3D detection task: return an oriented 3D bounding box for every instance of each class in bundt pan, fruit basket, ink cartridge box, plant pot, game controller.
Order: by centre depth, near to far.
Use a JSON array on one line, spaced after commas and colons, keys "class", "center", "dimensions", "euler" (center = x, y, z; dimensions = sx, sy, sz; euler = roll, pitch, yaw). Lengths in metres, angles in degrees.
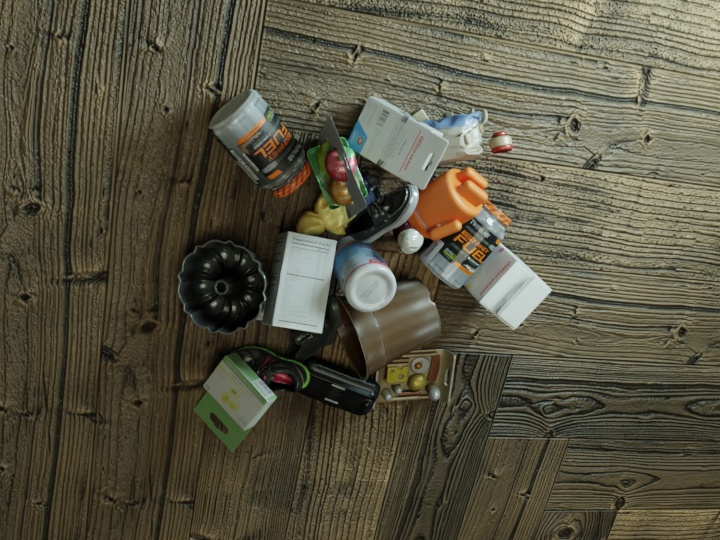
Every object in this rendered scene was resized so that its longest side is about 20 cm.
[{"class": "fruit basket", "center": [-0.034, -0.200, 1.572], "dimensions": [0.094, 0.200, 0.185], "euler": [-22, 90, -16]}, {"class": "ink cartridge box", "center": [0.085, -0.257, 1.618], "dimensions": [0.200, 0.067, 0.116], "euler": [34, 107, 20]}, {"class": "bundt pan", "center": [-0.280, 0.031, 1.678], "dimensions": [0.202, 0.076, 0.202], "euler": [2, 97, 14]}, {"class": "ink cartridge box", "center": [-0.296, 0.304, 1.787], "dimensions": [0.146, 0.048, 0.200], "euler": [44, 112, 14]}, {"class": "plant pot", "center": [0.063, 0.119, 1.791], "dimensions": [0.198, 0.200, 0.200], "euler": [-19, 118, -14]}, {"class": "ink cartridge box", "center": [0.324, 0.028, 1.805], "dimensions": [0.125, 0.200, 0.129], "euler": [36, 101, -26]}, {"class": "game controller", "center": [-0.056, 0.280, 1.896], "dimensions": [0.200, 0.042, 0.104], "euler": [23, 121, -9]}]

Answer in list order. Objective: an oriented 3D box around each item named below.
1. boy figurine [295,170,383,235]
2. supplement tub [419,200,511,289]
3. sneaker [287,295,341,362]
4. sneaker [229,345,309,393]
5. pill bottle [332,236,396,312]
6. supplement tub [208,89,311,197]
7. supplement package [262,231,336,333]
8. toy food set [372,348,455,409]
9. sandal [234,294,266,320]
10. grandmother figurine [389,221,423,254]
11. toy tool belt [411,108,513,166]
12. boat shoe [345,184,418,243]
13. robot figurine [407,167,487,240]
[{"class": "boy figurine", "center": [-0.047, -0.129, 1.709], "dimensions": [0.200, 0.064, 0.124], "euler": [-33, 115, 3]}, {"class": "supplement tub", "center": [0.237, -0.067, 1.782], "dimensions": [0.122, 0.123, 0.200], "euler": [35, 101, -26]}, {"class": "sneaker", "center": [-0.108, 0.137, 1.791], "dimensions": [0.104, 0.060, 0.200], "euler": [-14, 146, -21]}, {"class": "sneaker", "center": [-0.215, 0.228, 1.797], "dimensions": [0.200, 0.084, 0.077], "euler": [11, 114, 8]}, {"class": "pill bottle", "center": [0.000, 0.000, 1.704], "dimensions": [0.109, 0.200, 0.109], "euler": [-6, 116, -13]}, {"class": "supplement tub", "center": [-0.196, -0.249, 1.580], "dimensions": [0.122, 0.123, 0.200], "euler": [-39, 118, 5]}, {"class": "supplement package", "center": [-0.131, 0.026, 1.690], "dimensions": [0.114, 0.110, 0.200], "euler": [11, 85, -18]}, {"class": "toy food set", "center": [0.129, 0.271, 1.944], "dimensions": [0.200, 0.060, 0.144], "euler": [-2, 115, -15]}, {"class": "sandal", "center": [-0.185, 0.069, 1.774], "dimensions": [0.202, 0.050, 0.083], "euler": [1, 130, -18]}, {"class": "grandmother figurine", "center": [0.083, -0.088, 1.686], "dimensions": [0.061, 0.200, 0.121], "euler": [-21, 117, -5]}, {"class": "toy tool belt", "center": [0.212, -0.296, 1.666], "dimensions": [0.200, 0.125, 0.123], "euler": [-9, 89, 13]}, {"class": "boat shoe", "center": [0.038, -0.119, 1.635], "dimensions": [0.066, 0.070, 0.200], "euler": [11, 152, -34]}, {"class": "robot figurine", "center": [0.178, -0.141, 1.701], "dimensions": [0.200, 0.144, 0.117], "euler": [-31, 167, 38]}]
